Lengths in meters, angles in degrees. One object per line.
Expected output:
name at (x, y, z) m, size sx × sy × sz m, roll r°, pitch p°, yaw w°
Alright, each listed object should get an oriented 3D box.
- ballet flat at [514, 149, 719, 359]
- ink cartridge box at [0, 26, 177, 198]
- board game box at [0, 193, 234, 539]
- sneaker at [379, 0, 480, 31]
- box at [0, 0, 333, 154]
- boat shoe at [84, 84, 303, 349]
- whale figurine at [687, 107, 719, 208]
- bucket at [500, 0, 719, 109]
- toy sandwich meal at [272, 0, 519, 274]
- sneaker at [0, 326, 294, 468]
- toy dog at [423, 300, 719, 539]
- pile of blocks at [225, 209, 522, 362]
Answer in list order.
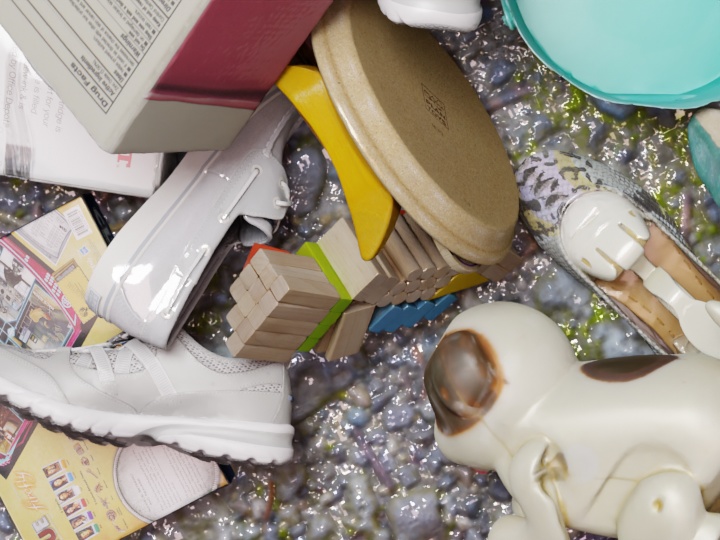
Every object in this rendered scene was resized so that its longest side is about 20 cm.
ballet flat at (0.174, 0.000, 1.051) m, size 0.200 × 0.072 × 0.072 m, roll 43°, pitch 94°, yaw -1°
ink cartridge box at (-0.204, -0.130, 1.049) m, size 0.198 × 0.084 × 0.146 m, roll 9°, pitch 93°, yaw 1°
board game box at (-0.183, 0.072, 1.086) m, size 0.135 × 0.035 × 0.201 m, roll -26°, pitch 92°, yaw 3°
sneaker at (0.036, -0.201, 0.977) m, size 0.074 × 0.200 × 0.083 m, roll 4°, pitch 115°, yaw -18°
box at (-0.084, -0.175, 0.900) m, size 0.128 × 0.109 × 0.200 m, roll 49°, pitch 117°, yaw 20°
boat shoe at (-0.078, -0.039, 1.028) m, size 0.068 × 0.072 × 0.200 m, roll 34°, pitch 62°, yaw 8°
whale figurine at (0.251, -0.011, 1.000) m, size 0.199 × 0.160 × 0.104 m, roll 31°, pitch 114°, yaw -31°
bucket at (0.173, -0.189, 1.005) m, size 0.205 × 0.135 × 0.209 m, roll 0°, pitch 94°, yaw 1°
toy sandwich meal at (0.013, -0.081, 1.005) m, size 0.070 × 0.205 × 0.206 m, roll -33°, pitch 92°, yaw 24°
sneaker at (-0.133, 0.064, 1.041) m, size 0.198 × 0.075 × 0.083 m, roll 11°, pitch 78°, yaw -5°
toy dog at (0.129, 0.093, 1.018) m, size 0.199 × 0.140 × 0.195 m, roll 23°, pitch 122°, yaw 17°
pile of blocks at (0.000, 0.000, 1.046) m, size 0.199 × 0.082 × 0.062 m, roll -13°, pitch 54°, yaw -31°
